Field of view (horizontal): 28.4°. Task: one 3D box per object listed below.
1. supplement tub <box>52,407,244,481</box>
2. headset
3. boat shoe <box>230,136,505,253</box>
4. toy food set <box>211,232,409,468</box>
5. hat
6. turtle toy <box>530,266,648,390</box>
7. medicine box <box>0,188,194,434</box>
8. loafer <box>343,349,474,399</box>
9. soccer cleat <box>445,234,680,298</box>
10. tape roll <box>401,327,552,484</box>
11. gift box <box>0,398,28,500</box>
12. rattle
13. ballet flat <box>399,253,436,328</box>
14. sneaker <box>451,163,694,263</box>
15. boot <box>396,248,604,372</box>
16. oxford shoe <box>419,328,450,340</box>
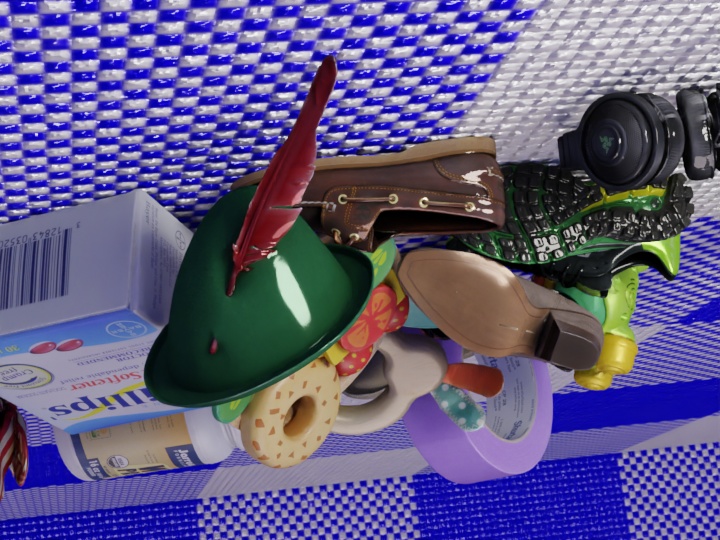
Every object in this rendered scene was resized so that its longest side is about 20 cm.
[{"bbox_3d":[-0.209,0.138,1.491,0.199,0.145,0.144,-9,166,7],"label":"supplement tub"},{"bbox_3d":[0.210,-0.104,0.960,0.123,0.094,0.200,-7,-178,-17],"label":"headset"},{"bbox_3d":[0.005,-0.048,1.030,0.199,0.071,0.070,-8,168,8],"label":"boat shoe"},{"bbox_3d":[-0.037,0.053,1.114,0.200,0.049,0.198,-44,146,-12],"label":"toy food set"},{"bbox_3d":[-0.092,-0.036,0.933,0.200,0.176,0.166,-31,-151,-7],"label":"hat"},{"bbox_3d":[0.205,0.033,1.348,0.101,0.146,0.200,15,163,-2],"label":"turtle toy"},{"bbox_3d":[-0.202,0.040,1.120,0.182,0.103,0.200,-13,151,19],"label":"medicine box"},{"bbox_3d":[0.043,0.087,1.583,0.200,0.076,0.068,-27,156,30],"label":"loafer"},{"bbox_3d":[0.173,-0.016,1.211,0.199,0.081,0.068,-6,166,4],"label":"soccer cleat"},{"bbox_3d":[0.116,0.112,1.446,0.066,0.201,0.200,-18,162,34],"label":"tape roll"},{"bbox_3d":[-0.397,0.130,1.286,0.186,0.185,0.200,-2,171,-13],"label":"gift box"},{"bbox_3d":[0.026,0.081,1.341,0.199,0.131,0.143,-5,-169,-2],"label":"rattle"},{"bbox_3d":[0.000,0.000,1.209,0.200,0.065,0.071,14,128,-30],"label":"ballet flat"},{"bbox_3d":[0.160,-0.038,1.131,0.199,0.078,0.085,-1,169,-17],"label":"sneaker"},{"bbox_3d":[0.112,0.027,1.172,0.200,0.070,0.146,29,-173,-10],"label":"boot"},{"bbox_3d":[0.055,0.031,1.328,0.071,0.073,0.200,-2,176,-32],"label":"oxford shoe"}]
